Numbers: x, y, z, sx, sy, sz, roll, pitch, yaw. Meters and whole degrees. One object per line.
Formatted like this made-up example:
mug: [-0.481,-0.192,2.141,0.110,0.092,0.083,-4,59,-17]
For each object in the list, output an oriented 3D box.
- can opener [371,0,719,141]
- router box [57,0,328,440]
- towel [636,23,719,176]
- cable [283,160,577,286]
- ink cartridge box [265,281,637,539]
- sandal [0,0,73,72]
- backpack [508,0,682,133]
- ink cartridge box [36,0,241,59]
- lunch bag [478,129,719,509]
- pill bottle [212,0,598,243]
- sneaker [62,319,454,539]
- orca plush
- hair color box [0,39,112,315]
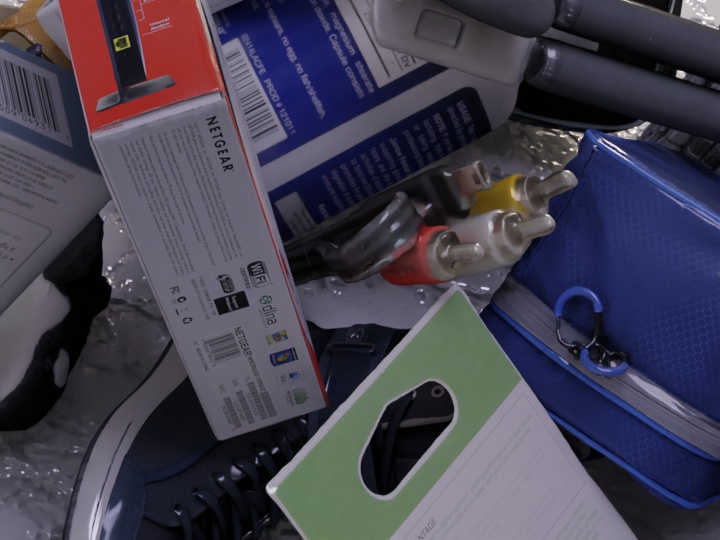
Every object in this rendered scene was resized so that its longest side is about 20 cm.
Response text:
can opener: [0.095,-0.099,0.908,0.198,0.053,0.066,14,11,-26]
router box: [-0.073,-0.063,0.800,0.048,0.201,0.181,-17,54,-1]
towel: [0.230,-0.091,1.046,0.165,0.200,0.086,-26,68,-42]
cable: [0.000,0.000,0.887,0.097,0.199,0.051,-32,94,-40]
ink cartridge box: [0.048,0.128,0.822,0.201,0.048,0.146,53,48,-8]
sandal: [-0.135,-0.112,1.053,0.198,0.054,0.081,6,46,-12]
backpack: [0.073,-0.176,1.098,0.198,0.179,0.151,8,20,1]
ink cartridge box: [-0.041,-0.199,0.996,0.043,0.197,0.201,51,41,-26]
lunch bag: [0.135,0.029,0.915,0.135,0.133,0.200,34,13,21]
pill bottle: [0.005,-0.100,0.987,0.199,0.116,0.116,-27,54,1]
sneaker: [-0.030,0.089,0.857,0.145,0.077,0.203,11,42,17]
orca plush: [-0.150,-0.004,0.957,0.105,0.071,0.201,-34,46,13]
hair color box: [-0.194,-0.007,0.815,0.099,0.200,0.061,24,34,-39]
